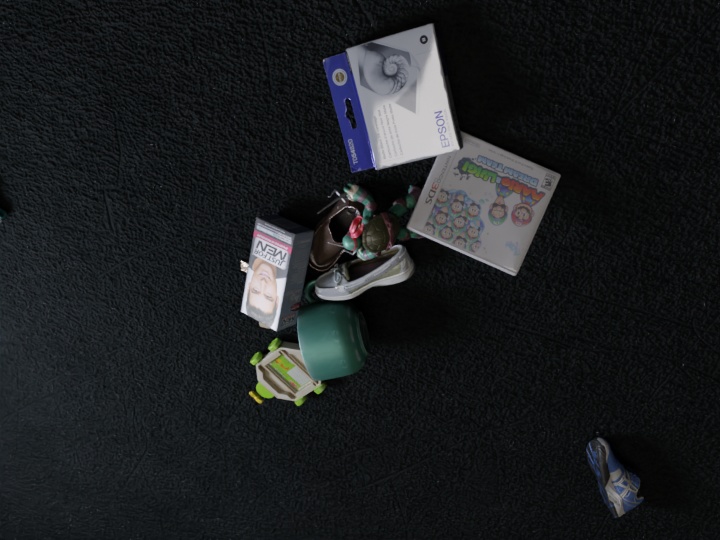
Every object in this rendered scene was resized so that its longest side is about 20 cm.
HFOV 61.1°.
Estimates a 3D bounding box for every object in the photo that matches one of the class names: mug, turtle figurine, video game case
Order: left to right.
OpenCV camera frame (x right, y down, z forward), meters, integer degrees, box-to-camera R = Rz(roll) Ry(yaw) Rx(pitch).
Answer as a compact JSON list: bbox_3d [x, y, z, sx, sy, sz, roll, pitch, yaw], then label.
[{"bbox_3d":[-0.050,0.119,1.201,0.114,0.152,0.186,-12,114,9],"label":"mug"},{"bbox_3d":[0.025,-0.073,1.040,0.101,0.199,0.150,43,142,41],"label":"turtle figurine"},{"bbox_3d":[0.202,-0.114,1.009,0.199,0.024,0.183,24,93,1],"label":"video game case"}]

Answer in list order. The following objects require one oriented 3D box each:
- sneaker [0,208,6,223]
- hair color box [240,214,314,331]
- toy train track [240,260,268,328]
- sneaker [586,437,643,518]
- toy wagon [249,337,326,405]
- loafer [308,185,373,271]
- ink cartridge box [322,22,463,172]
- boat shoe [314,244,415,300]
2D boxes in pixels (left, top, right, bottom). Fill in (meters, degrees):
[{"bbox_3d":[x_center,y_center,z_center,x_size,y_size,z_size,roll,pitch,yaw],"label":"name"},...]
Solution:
[{"bbox_3d":[-0.831,-0.179,1.308,0.091,0.078,0.201,-11,122,4],"label":"sneaker"},{"bbox_3d":[-0.162,0.004,1.175,0.099,0.061,0.201,24,113,28],"label":"hair color box"},{"bbox_3d":[-0.200,0.044,1.271,0.114,0.033,0.201,12,124,9],"label":"toy train track"},{"bbox_3d":[0.532,0.423,1.275,0.077,0.076,0.200,-24,113,3],"label":"sneaker"},{"bbox_3d":[-0.176,0.238,1.379,0.200,0.040,0.155,-36,105,32],"label":"toy wagon"},{"bbox_3d":[-0.050,-0.071,1.133,0.073,0.071,0.200,31,124,-3],"label":"loafer"},{"bbox_3d":[0.047,-0.269,0.980,0.199,0.041,0.200,-10,105,22],"label":"ink cartridge box"},{"bbox_3d":[0.001,0.001,1.154,0.201,0.075,0.065,-13,133,19],"label":"boat shoe"}]
